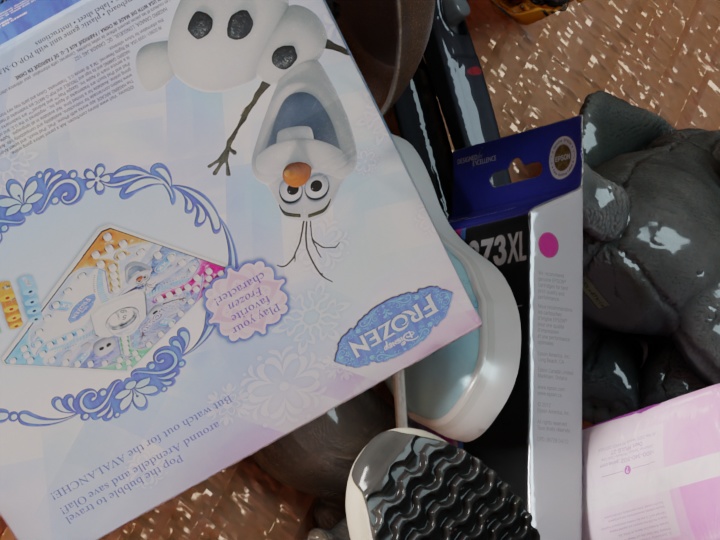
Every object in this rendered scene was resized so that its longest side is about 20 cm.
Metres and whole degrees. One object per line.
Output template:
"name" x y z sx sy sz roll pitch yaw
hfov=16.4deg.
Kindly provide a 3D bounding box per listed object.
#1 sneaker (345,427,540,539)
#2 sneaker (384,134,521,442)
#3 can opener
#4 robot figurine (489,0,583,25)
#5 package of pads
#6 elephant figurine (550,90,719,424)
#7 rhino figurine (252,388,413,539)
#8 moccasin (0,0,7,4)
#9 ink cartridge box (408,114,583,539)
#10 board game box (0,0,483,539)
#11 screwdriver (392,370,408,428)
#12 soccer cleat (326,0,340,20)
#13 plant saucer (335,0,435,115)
"sneaker" 0.036 0.134 0.978 0.070 0.093 0.200 -52 124 -20
"sneaker" 0.000 0.000 1.065 0.082 0.074 0.200 15 25 -30
"can opener" 0.037 -0.089 1.175 0.078 0.063 0.200 -8 76 -42
"robot figurine" 0.059 -0.177 1.167 0.145 0.058 0.200 65 10 8
"package of pads" 0.141 0.099 1.085 0.120 0.200 0.076 2 74 -36
"elephant figurine" 0.154 -0.027 1.206 0.141 0.155 0.200 33 49 -2
"rhino figurine" -0.043 0.046 1.047 0.200 0.060 0.087 53 51 -14
"moccasin" -0.127 -0.056 0.986 0.068 0.080 0.201 16 90 -7
"ink cartridge box" 0.057 0.036 1.086 0.037 0.095 0.201 10 77 -34
"board game box" -0.082 -0.015 0.928 0.200 0.043 0.199 -29 120 -3
"screwdriver" 0.019 0.107 1.029 0.029 0.028 0.201 -71 159 -63
"soccer cleat" -0.056 -0.122 1.004 0.073 0.200 0.068 -34 82 -1
"plant saucer" -0.014 -0.162 1.073 0.032 0.200 0.201 -18 82 -17
